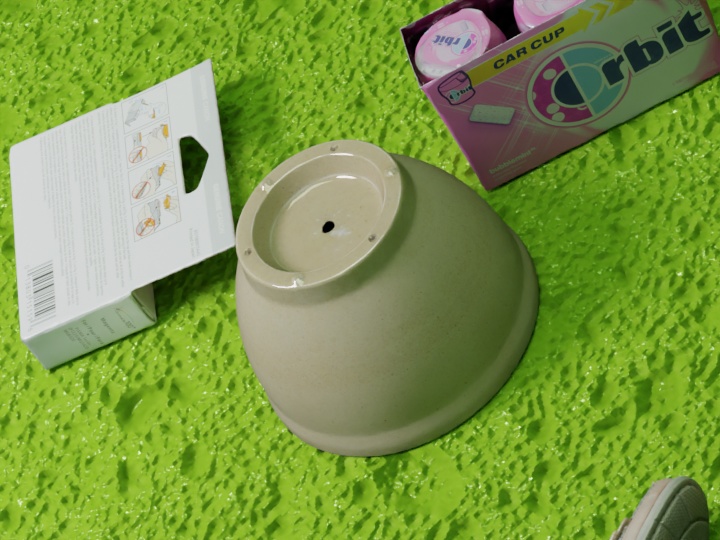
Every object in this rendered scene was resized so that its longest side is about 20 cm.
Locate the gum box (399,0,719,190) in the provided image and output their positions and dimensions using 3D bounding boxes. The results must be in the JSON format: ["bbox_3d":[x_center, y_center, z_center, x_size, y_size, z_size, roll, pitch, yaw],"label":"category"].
[{"bbox_3d":[0.142,-0.152,1.824,0.199,0.114,0.066,-27,45,8],"label":"gum box"}]

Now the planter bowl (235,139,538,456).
[{"bbox_3d":[0.000,0.000,1.769,0.200,0.135,0.201,-16,47,18],"label":"planter bowl"}]

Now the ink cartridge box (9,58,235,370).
[{"bbox_3d":[-0.167,-0.043,1.970,0.173,0.044,0.200,-22,46,13],"label":"ink cartridge box"}]

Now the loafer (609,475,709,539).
[{"bbox_3d":[0.145,0.207,1.560,0.063,0.072,0.201,-4,55,37],"label":"loafer"}]
